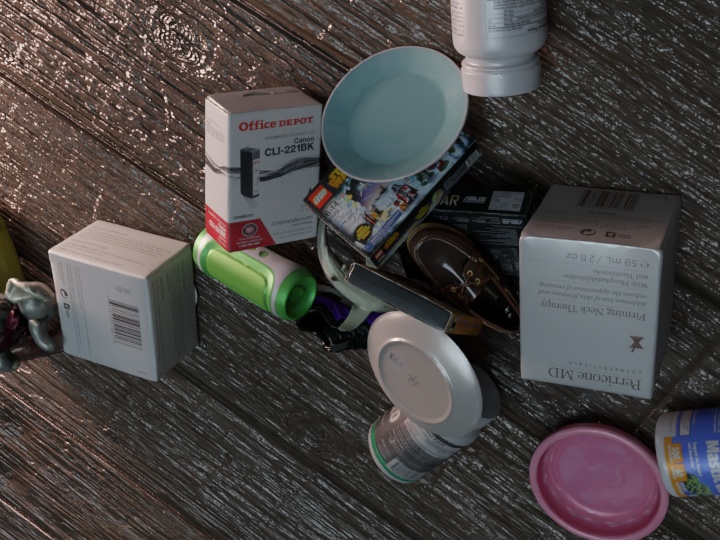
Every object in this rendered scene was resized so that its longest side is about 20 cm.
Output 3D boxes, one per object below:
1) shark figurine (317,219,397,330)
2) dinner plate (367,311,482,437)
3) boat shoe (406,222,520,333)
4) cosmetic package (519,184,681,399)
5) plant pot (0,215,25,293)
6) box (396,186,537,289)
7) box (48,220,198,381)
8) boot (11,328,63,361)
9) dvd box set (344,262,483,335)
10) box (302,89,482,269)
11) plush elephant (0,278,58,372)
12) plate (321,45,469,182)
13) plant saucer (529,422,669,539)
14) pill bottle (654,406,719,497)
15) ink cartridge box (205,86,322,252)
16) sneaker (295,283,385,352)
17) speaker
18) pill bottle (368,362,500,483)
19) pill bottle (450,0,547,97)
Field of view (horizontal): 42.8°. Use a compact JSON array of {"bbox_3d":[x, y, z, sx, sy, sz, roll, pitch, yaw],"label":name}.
[{"bbox_3d":[-0.021,-0.005,1.348,0.128,0.090,0.215,-39,104,2],"label":"shark figurine"},{"bbox_3d":[0.080,0.148,1.254,0.199,0.024,0.202,28,134,33],"label":"dinner plate"},{"bbox_3d":[0.141,0.012,1.175,0.199,0.071,0.070,33,112,-30],"label":"boat shoe"},{"bbox_3d":[0.297,0.021,1.139,0.166,0.166,0.202,7,119,23],"label":"cosmetic package"},{"bbox_3d":[-0.684,0.009,1.639,0.186,0.188,0.201,-6,124,29],"label":"plant pot"},{"bbox_3d":[0.140,-0.043,1.220,0.198,0.044,0.161,5,145,25],"label":"box"},{"bbox_3d":[-0.388,0.047,1.524,0.198,0.131,0.201,14,121,21],"label":"box"},{"bbox_3d":[-0.595,0.134,1.652,0.199,0.186,0.065,-9,92,33],"label":"boot"},{"bbox_3d":[0.076,0.040,1.203,0.145,0.200,0.030,27,94,20],"label":"dvd box set"},{"bbox_3d":[0.039,-0.119,1.175,0.200,0.040,0.137,-48,59,-3],"label":"box"},{"bbox_3d":[-0.567,0.082,1.528,0.153,0.165,0.202,-7,86,6],"label":"plush elephant"},{"bbox_3d":[0.045,-0.196,1.169,0.198,0.202,0.026,4,158,25],"label":"plate"},{"bbox_3d":[0.347,0.301,1.332,0.199,0.051,0.202,11,119,21],"label":"plant saucer"},{"bbox_3d":[0.493,0.230,1.183,0.199,0.112,0.113,-13,109,32],"label":"pill bottle"},{"bbox_3d":[-0.135,-0.142,1.272,0.084,0.143,0.202,37,131,49],"label":"ink cartridge box"},{"bbox_3d":[-0.009,0.094,1.373,0.198,0.100,0.070,18,124,18],"label":"sneaker"},{"bbox_3d":[-0.161,0.001,1.387,0.199,0.088,0.089,28,126,31],"label":"speaker"},{"bbox_3d":[0.111,0.227,1.375,0.113,0.113,0.200,45,126,-1],"label":"pill bottle"},{"bbox_3d":[0.160,-0.312,1.066,0.112,0.113,0.202,6,118,24],"label":"pill bottle"}]
